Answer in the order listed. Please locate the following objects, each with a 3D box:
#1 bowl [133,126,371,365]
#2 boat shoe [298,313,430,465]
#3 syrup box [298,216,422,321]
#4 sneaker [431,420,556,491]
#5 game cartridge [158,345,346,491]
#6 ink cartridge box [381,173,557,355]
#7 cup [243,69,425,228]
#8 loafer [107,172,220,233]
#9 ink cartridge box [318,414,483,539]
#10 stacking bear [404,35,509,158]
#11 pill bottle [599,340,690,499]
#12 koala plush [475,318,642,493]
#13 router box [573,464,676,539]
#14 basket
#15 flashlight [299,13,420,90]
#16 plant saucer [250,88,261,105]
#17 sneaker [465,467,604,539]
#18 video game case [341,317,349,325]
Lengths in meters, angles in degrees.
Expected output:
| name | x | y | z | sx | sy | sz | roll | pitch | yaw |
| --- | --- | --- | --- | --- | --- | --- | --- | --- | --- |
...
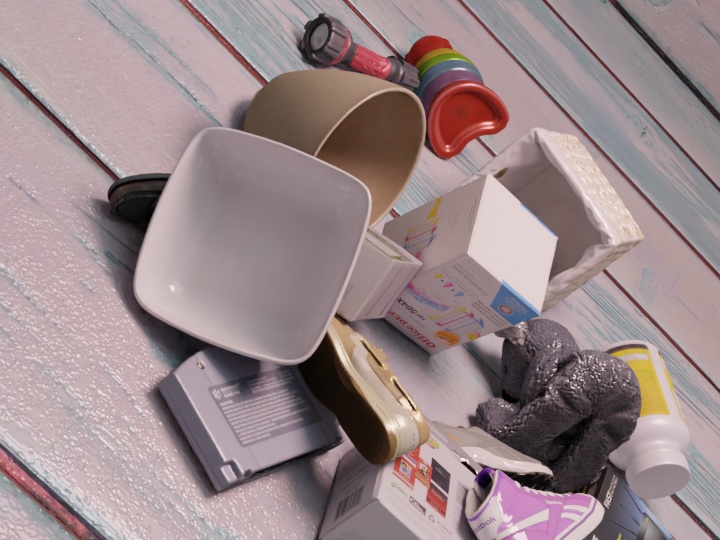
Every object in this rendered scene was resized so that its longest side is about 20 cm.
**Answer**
| name | x | y | z | sx | sy | sz | roll | pitch | yaw |
| --- | --- | --- | --- | --- | --- | --- | --- | --- | --- |
| bowl | -0.101 | -0.020 | 1.304 | 0.200 | 0.200 | 0.075 | 21 | -5 | 8 |
| boat shoe | -0.002 | 0.106 | 1.330 | 0.066 | 0.074 | 0.200 | -7 | 50 | -35 |
| syrup box | 0.000 | 0.000 | 1.432 | 0.079 | 0.082 | 0.200 | 37 | 5 | 9 |
| sneaker | 0.145 | 0.213 | 1.517 | 0.200 | 0.074 | 0.079 | 23 | 34 | -40 |
| game cartridge | -0.104 | 0.130 | 1.300 | 0.200 | 0.040 | 0.134 | -9 | 67 | -58 |
| ink cartridge box | 0.108 | 0.001 | 1.594 | 0.128 | 0.200 | 0.125 | 39 | 48 | -26 |
| cup | -0.046 | -0.144 | 1.503 | 0.143 | 0.201 | 0.200 | 36 | 21 | 28 |
| loafer | -0.158 | -0.050 | 1.373 | 0.200 | 0.072 | 0.063 | 9 | 54 | -32 |
| ink cartridge box | 0.071 | 0.253 | 1.351 | 0.200 | 0.084 | 0.176 | 44 | 28 | -14 |
| stacking bear | 0.125 | -0.281 | 2.025 | 0.114 | 0.121 | 0.200 | 58 | 7 | -40 |
| pill bottle | 0.375 | 0.200 | 1.812 | 0.112 | 0.112 | 0.200 | 29 | 35 | -33 |
| koala plush | 0.236 | 0.130 | 1.659 | 0.177 | 0.184 | 0.200 | 31 | 22 | -32 |
| router box | 0.304 | 0.344 | 1.597 | 0.150 | 0.062 | 0.200 | 47 | 29 | -4 |
| basket | 0.246 | -0.064 | 1.854 | 0.200 | 0.198 | 0.161 | 57 | 25 | 12 |
| flashlight | 0.005 | -0.299 | 1.915 | 0.200 | 0.068 | 0.068 | 19 | 52 | -43 |
| plant saucer | -0.067 | -0.136 | 1.657 | 0.200 | 0.037 | 0.201 | 34 | 34 | -27 |
| sneaker | 0.173 | 0.236 | 1.363 | 0.114 | 0.073 | 0.200 | 54 | 26 | 12 |
| video game case | -0.098 | 0.004 | 1.470 | 0.200 | 0.017 | 0.143 | 18 | 42 | -44 |
